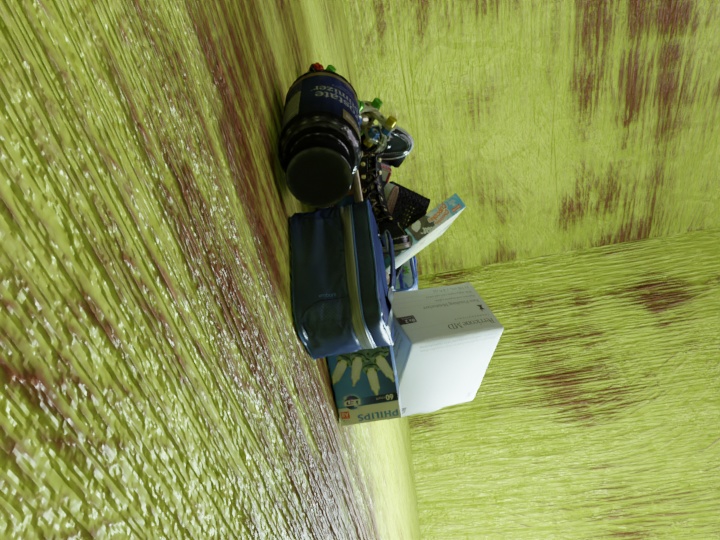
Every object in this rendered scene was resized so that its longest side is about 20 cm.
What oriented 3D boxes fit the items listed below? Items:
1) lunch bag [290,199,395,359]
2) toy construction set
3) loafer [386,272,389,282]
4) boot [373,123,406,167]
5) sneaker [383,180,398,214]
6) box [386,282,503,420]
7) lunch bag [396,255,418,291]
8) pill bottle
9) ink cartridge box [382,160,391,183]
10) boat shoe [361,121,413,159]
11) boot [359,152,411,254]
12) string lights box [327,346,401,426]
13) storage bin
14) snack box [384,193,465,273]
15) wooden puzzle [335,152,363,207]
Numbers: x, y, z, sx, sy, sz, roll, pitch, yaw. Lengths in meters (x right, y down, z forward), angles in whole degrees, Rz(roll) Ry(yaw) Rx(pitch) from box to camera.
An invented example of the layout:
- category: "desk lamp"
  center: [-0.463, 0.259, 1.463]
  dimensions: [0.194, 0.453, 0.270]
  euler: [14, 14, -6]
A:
- category: "lunch bag"
  center: [-0.016, 0.005, 0.840]
  dimensions: [0.136, 0.129, 0.204]
  euler: [71, 12, -62]
- category: "toy construction set"
  center: [-0.034, -0.306, 1.126]
  dimensions: [0.200, 0.129, 0.093]
  euler: [46, -56, 35]
- category: "loafer"
  center: [0.000, 0.000, 1.159]
  dimensions: [0.200, 0.067, 0.077]
  euler: [-128, -157, -59]
- category: "boot"
  center: [-0.009, -0.302, 1.320]
  dimensions: [0.066, 0.197, 0.165]
  euler: [-60, -153, 16]
- category: "sneaker"
  center: [-0.003, -0.095, 1.233]
  dimensions: [0.070, 0.107, 0.203]
  euler: [-43, 155, -58]
- category: "box"
  center: [0.126, 0.146, 1.156]
  dimensions: [0.132, 0.195, 0.203]
  euler: [58, -36, 43]
- category: "lunch bag"
  center: [0.058, 0.012, 1.490]
  dimensions: [0.202, 0.157, 0.084]
  euler: [-91, 171, -49]
- category: "pill bottle"
  center: [-0.053, -0.177, 0.843]
  dimensions: [0.202, 0.109, 0.113]
  euler: [-93, 172, -50]
- category: "ink cartridge box"
  center: [0.006, -0.172, 1.351]
  dimensions: [0.200, 0.083, 0.147]
  euler: [-82, -167, -73]
- category: "boat shoe"
  center: [0.023, -0.253, 1.218]
  dimensions: [0.068, 0.196, 0.075]
  euler: [50, -56, 57]
- category: "boot"
  center: [0.023, -0.117, 1.073]
  dimensions: [0.203, 0.072, 0.157]
  euler: [-143, -135, -67]
- category: "string lights box"
  center: [0.001, 0.134, 0.978]
  dimensions: [0.059, 0.100, 0.204]
  euler: [-86, 166, -70]
- category: "storage bin"
  center: [0.065, -0.079, 1.346]
  dimensions: [0.135, 0.092, 0.203]
  euler: [-97, -148, -83]
- category: "snack box"
  center: [0.106, -0.062, 1.204]
  dimensions: [0.037, 0.199, 0.116]
  euler: [50, -27, 8]
- category: "wooden puzzle"
  center: [-0.024, -0.094, 1.017]
  dimensions: [0.185, 0.045, 0.205]
  euler: [-127, -149, -72]
